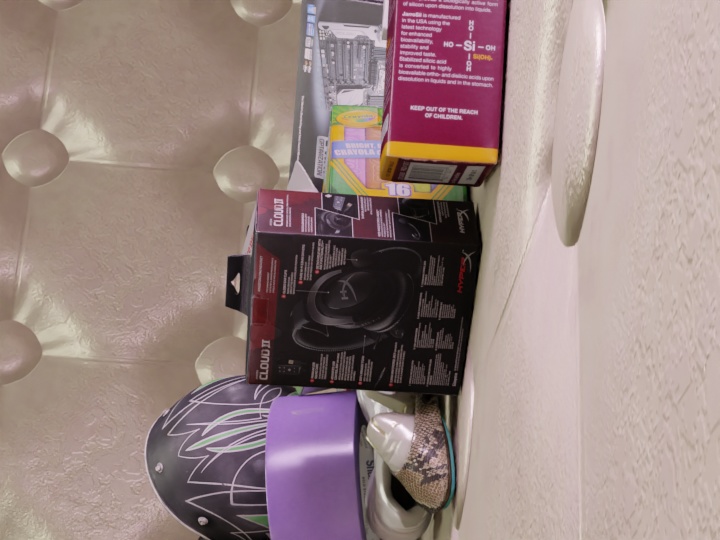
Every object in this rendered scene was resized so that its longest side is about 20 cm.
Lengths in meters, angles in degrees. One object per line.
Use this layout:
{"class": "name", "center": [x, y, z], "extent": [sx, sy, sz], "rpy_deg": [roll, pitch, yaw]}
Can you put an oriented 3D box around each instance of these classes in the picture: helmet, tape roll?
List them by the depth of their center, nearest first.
{"class": "tape roll", "center": [-0.031, 0.216, 1.621], "extent": [0.200, 0.085, 0.201], "rpy_deg": [-7, -90, -83]}
{"class": "helmet", "center": [-0.124, 0.202, 1.792], "extent": [0.191, 0.199, 0.200], "rpy_deg": [98, 176, -62]}

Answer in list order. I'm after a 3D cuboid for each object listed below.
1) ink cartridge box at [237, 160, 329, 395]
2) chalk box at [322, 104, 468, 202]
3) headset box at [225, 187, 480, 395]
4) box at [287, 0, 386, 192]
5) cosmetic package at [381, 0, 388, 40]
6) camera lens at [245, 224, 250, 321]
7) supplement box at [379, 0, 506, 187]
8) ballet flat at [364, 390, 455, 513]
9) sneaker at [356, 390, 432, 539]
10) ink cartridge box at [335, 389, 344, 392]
{"class": "ink cartridge box", "center": [-0.059, 0.004, 1.639], "extent": [0.200, 0.067, 0.117], "rpy_deg": [60, 148, 32]}
{"class": "chalk box", "center": [0.026, -0.067, 1.536], "extent": [0.200, 0.123, 0.125], "rpy_deg": [-91, 6, -54]}
{"class": "headset box", "center": [-0.011, 0.018, 1.400], "extent": [0.077, 0.199, 0.149], "rpy_deg": [-91, 5, -59]}
{"class": "box", "center": [0.013, -0.163, 1.666], "extent": [0.050, 0.157, 0.201], "rpy_deg": [-17, -63, -56]}
{"class": "cosmetic package", "center": [0.066, -0.308, 1.555], "extent": [0.051, 0.082, 0.201], "rpy_deg": [96, 178, -84]}
{"class": "camera lens", "center": [-0.044, 0.002, 2.118], "extent": [0.160, 0.199, 0.160], "rpy_deg": [-176, 90, -87]}
{"class": "supplement box", "center": [0.064, -0.173, 1.318], "extent": [0.110, 0.085, 0.201], "rpy_deg": [115, 159, -83]}
{"class": "ballet flat", "center": [0.038, 0.118, 1.461], "extent": [0.200, 0.075, 0.068], "rpy_deg": [-88, 22, -44]}
{"class": "sneaker", "center": [0.044, 0.141, 1.538], "extent": [0.099, 0.078, 0.201], "rpy_deg": [127, 139, -73]}
{"class": "ink cartridge box", "center": [0.016, 0.151, 1.849], "extent": [0.200, 0.083, 0.146], "rpy_deg": [105, 168, -72]}
